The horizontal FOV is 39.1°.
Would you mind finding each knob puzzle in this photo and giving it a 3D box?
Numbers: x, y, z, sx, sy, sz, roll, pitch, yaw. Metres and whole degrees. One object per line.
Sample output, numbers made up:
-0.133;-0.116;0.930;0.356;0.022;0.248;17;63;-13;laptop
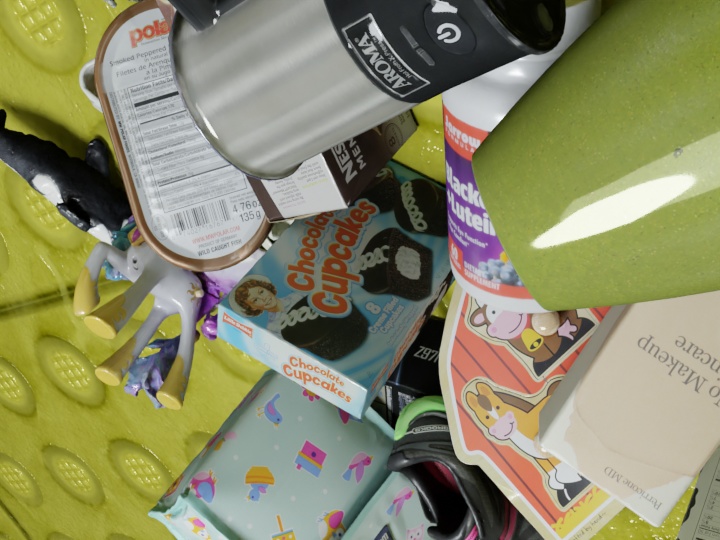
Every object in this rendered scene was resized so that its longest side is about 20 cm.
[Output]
0.138;0.065;0.709;0.216;0.030;0.224;-2;83;16;knob puzzle

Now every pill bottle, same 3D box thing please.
0.106;-0.084;0.638;0.110;0.112;0.203;14;131;26;pill bottle

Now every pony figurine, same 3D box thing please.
-0.156;0.014;0.877;0.164;0.202;0.194;-5;138;30;pony figurine

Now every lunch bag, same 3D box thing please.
-0.035;0.191;0.797;0.200;0.171;0.122;45;145;-5;lunch bag

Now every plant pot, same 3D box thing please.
0.163;-0.063;0.507;0.198;0.188;0.189;-28;108;18;plant pot

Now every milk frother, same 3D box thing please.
0.000;-0.183;0.556;0.186;0.201;0.182;-19;116;36;milk frother

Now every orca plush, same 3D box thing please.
-0.265;-0.096;0.952;0.199;0.071;0.105;39;-177;11;orca plush

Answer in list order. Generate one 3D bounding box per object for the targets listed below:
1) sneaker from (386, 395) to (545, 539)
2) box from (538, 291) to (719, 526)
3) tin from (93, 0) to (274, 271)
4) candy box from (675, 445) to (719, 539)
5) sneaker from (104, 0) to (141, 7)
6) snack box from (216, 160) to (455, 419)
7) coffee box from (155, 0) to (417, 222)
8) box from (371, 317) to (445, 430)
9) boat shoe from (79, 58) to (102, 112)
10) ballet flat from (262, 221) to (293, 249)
0.091;0.188;0.766;0.200;0.084;0.077;44;138;-4;sneaker
0.200;0.043;0.627;0.094;0.078;0.202;32;101;6;box
-0.125;-0.098;0.741;0.042;0.110;0.203;-148;41;-81;tin
0.263;0.199;0.694;0.070;0.200;0.170;11;131;27;candy box
-0.205;-0.225;0.745;0.196;0.078;0.089;9;150;0;sneaker
0.000;0.000;0.718;0.115;0.201;0.037;27;138;13;snack box
-0.052;-0.150;0.696;0.079;0.113;0.202;-7;120;38;coffee box
0.066;0.148;0.877;0.161;0.086;0.203;15;132;25;box
-0.139;-0.127;0.789;0.200;0.076;0.086;25;179;23;boat shoe
-0.031;-0.026;0.813;0.198;0.073;0.074;30;137;12;ballet flat
